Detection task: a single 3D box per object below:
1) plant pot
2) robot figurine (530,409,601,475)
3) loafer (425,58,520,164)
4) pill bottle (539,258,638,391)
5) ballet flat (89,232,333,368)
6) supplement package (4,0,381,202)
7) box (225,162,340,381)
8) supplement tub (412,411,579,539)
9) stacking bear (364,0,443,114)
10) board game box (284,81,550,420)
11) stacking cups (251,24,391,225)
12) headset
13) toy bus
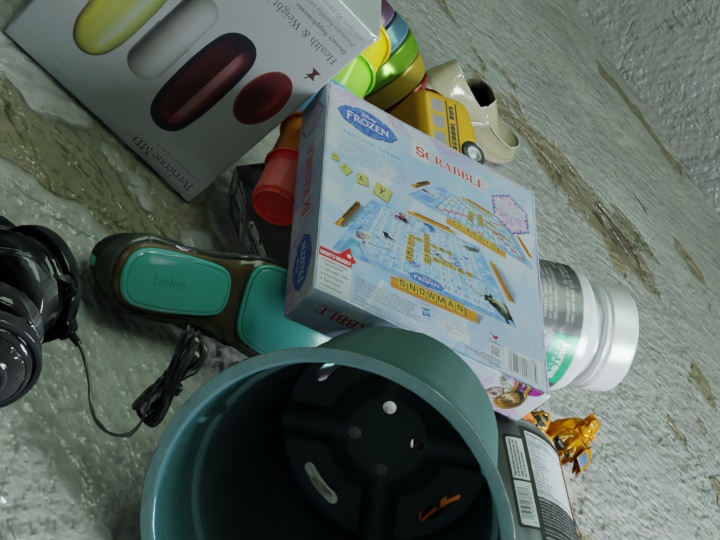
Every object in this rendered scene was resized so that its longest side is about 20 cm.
[{"bbox_3d":[-0.001,0.124,0.753,0.201,0.200,0.196,53,14,0],"label":"plant pot"},{"bbox_3d":[0.154,0.142,1.173,0.145,0.058,0.200,53,22,8],"label":"robot figurine"},{"bbox_3d":[0.152,-0.205,1.664,0.199,0.068,0.076,30,31,-43],"label":"loafer"},{"bbox_3d":[0.133,0.042,1.120,0.198,0.114,0.114,12,39,-19],"label":"pill bottle"},{"bbox_3d":[-0.094,0.014,0.861,0.199,0.068,0.068,25,-4,-39],"label":"ballet flat"},{"bbox_3d":[-0.118,-0.203,0.967,0.191,0.200,0.147,43,25,-21],"label":"supplement package"},{"bbox_3d":[0.000,0.000,0.994,0.156,0.050,0.201,-8,57,-24],"label":"box"},{"bbox_3d":[0.092,0.186,0.906,0.122,0.122,0.201,40,25,-28],"label":"supplement tub"},{"bbox_3d":[0.025,-0.210,1.380,0.114,0.121,0.201,-46,115,-24],"label":"stacking bear"},{"bbox_3d":[0.044,-0.016,0.926,0.199,0.041,0.201,26,44,-24],"label":"board game box"},{"bbox_3d":[-0.028,-0.118,1.005,0.060,0.060,0.201,41,47,-25],"label":"stacking cups"},{"bbox_3d":[-0.180,0.015,0.668,0.199,0.094,0.124,36,26,-10],"label":"headset"},{"bbox_3d":[0.080,-0.077,1.291,0.078,0.065,0.202,16,56,-32],"label":"toy bus"}]
